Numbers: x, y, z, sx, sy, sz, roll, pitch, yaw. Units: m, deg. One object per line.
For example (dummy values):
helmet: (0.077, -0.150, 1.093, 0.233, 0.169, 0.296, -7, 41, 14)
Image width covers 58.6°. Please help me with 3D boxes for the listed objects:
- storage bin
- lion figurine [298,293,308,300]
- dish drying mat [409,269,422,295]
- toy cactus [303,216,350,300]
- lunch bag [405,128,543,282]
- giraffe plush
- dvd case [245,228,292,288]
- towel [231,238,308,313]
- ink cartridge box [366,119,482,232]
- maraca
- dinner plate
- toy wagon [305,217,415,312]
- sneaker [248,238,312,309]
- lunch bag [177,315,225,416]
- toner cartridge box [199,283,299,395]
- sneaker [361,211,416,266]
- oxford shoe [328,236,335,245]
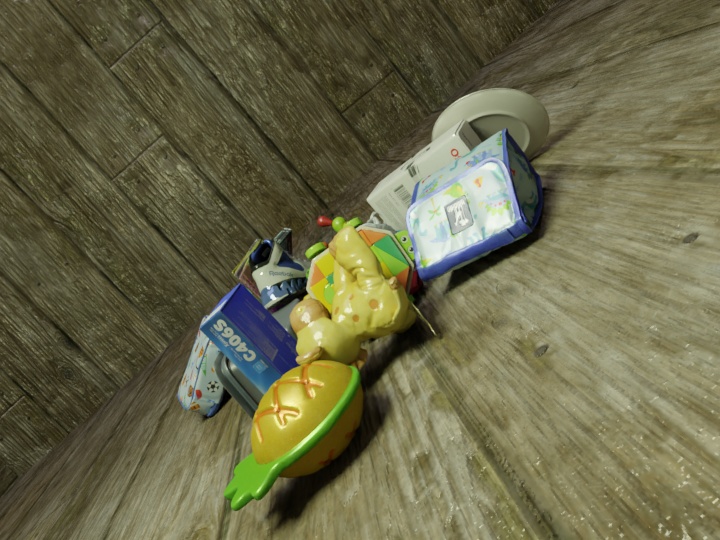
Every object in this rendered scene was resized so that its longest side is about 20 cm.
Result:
storage bin: (-0.143, 0.126, 1.063, 0.134, 0.146, 0.200, -36, 12, 9)
lion figurine: (-0.044, 0.037, 1.244, 0.122, 0.073, 0.200, -31, 9, 12)
dish drying mat: (0.019, 0.072, 1.037, 0.200, 0.018, 0.077, -38, 11, 16)
toy cactus: (-0.014, -0.004, 1.108, 0.102, 0.164, 0.201, 81, -170, -62)
lunch bag: (0.160, -0.083, 0.909, 0.170, 0.127, 0.201, -29, 29, 31)
giraffe plush: (-0.018, 0.067, 0.835, 0.162, 0.173, 0.200, -37, 44, -3)
dvd case: (-0.184, 0.019, 1.327, 0.022, 0.147, 0.200, 9, 31, 15)
towel: (-0.153, 0.041, 1.220, 0.023, 0.200, 0.144, -32, 21, 25)
ink cartridge box: (0.135, -0.132, 1.081, 0.200, 0.146, 0.084, -33, 14, 33)
maraca: (-0.074, 0.181, 0.716, 0.200, 0.107, 0.137, -46, 9, -18)
dinner plate: (0.221, -0.225, 1.092, 0.200, 0.200, 0.024, -32, 43, 37)
toy wagon: (0.017, -0.004, 0.964, 0.200, 0.156, 0.040, -35, -8, 1)
sneaker: (-0.137, -0.008, 1.182, 0.080, 0.116, 0.199, -31, -2, 27)
lunch bag: (-0.318, 0.193, 1.348, 0.160, 0.075, 0.201, 13, 82, 67)
toner cartridge box: (-0.119, 0.117, 0.863, 0.043, 0.200, 0.095, -38, 12, 19)
sneaker: (0.000, 0.000, 1.028, 0.200, 0.115, 0.075, -45, 12, -21)
oxford shoe: (-0.007, -0.031, 1.252, 0.084, 0.073, 0.200, 9, 13, 24)
